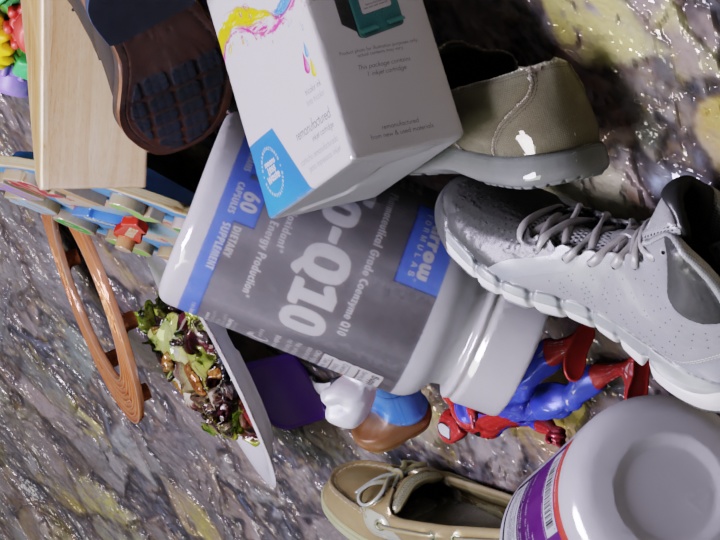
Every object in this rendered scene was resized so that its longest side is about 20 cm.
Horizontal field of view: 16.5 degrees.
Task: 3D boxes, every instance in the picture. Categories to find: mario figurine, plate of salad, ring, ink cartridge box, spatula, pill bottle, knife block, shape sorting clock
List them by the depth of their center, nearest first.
[{"bbox_3d":[-0.026,-0.140,1.256,0.116,0.067,0.201,-32,73,63],"label":"ink cartridge box"},{"bbox_3d":[0.000,0.000,1.357,0.199,0.114,0.114,21,153,-4],"label":"pill bottle"},{"bbox_3d":[0.143,0.145,1.380,0.112,0.112,0.200,47,160,6],"label":"pill bottle"},{"bbox_3d":[-0.151,-0.166,1.389,0.176,0.064,0.201,116,150,-64],"label":"knife block"},{"bbox_3d":[-0.020,0.018,1.492,0.123,0.106,0.200,29,149,39],"label":"mario figurine"},{"bbox_3d":[-0.140,-0.030,1.543,0.199,0.039,0.200,21,169,4],"label":"shape sorting clock"},{"bbox_3d":[-0.019,0.078,1.661,0.200,0.021,0.057,-10,113,60],"label":"spatula"},{"bbox_3d":[-0.113,0.065,1.709,0.200,0.048,0.200,60,170,18],"label":"plate of salad"},{"bbox_3d":[-0.191,0.014,1.788,0.200,0.019,0.201,158,90,-77],"label":"ring"}]

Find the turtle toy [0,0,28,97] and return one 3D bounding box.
[{"bbox_3d":[-0.197,-0.155,1.542,0.200,0.101,0.146,48,154,1],"label":"turtle toy"}]

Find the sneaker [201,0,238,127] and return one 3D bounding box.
[{"bbox_3d":[-0.077,-0.108,1.453,0.087,0.076,0.200,31,160,3],"label":"sneaker"}]

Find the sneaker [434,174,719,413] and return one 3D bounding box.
[{"bbox_3d":[0.132,-0.020,1.254,0.200,0.075,0.116,30,144,16],"label":"sneaker"}]

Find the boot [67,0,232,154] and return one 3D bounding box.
[{"bbox_3d":[-0.121,-0.145,1.340,0.200,0.075,0.097,79,165,-63],"label":"boot"}]

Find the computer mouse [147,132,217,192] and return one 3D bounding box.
[{"bbox_3d":[-0.144,-0.072,1.631,0.200,0.046,0.141,41,154,18],"label":"computer mouse"}]

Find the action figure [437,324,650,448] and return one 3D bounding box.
[{"bbox_3d":[0.093,0.075,1.441,0.065,0.052,0.200,21,162,-18],"label":"action figure"}]

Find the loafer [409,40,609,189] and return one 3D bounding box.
[{"bbox_3d":[0.057,-0.087,1.288,0.200,0.075,0.070,10,109,53],"label":"loafer"}]

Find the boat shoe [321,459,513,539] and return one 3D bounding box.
[{"bbox_3d":[0.055,0.155,1.596,0.200,0.073,0.063,22,132,41],"label":"boat shoe"}]
